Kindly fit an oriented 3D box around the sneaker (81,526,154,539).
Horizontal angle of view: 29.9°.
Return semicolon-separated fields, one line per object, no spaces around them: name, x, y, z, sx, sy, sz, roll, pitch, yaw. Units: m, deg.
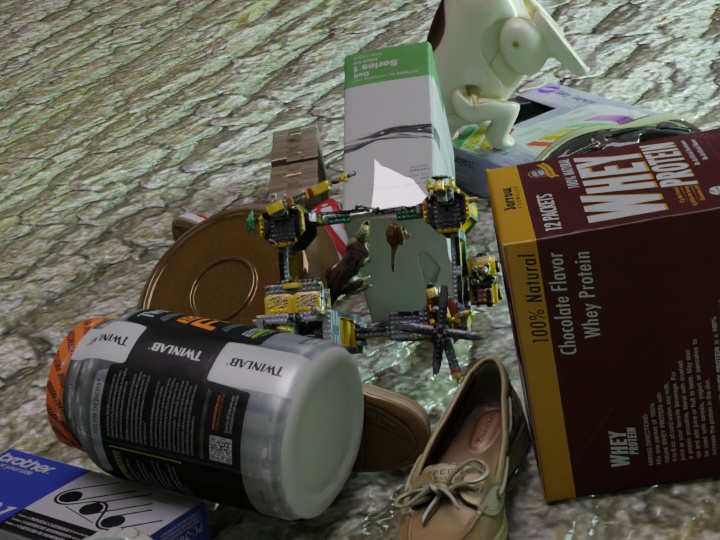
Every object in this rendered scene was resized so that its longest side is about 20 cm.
sneaker;-0.209;0.209;0.795;0.200;0.079;0.090;-24;6;24

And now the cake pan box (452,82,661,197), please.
cake pan box;0.188;-0.134;1.419;0.184;0.052;0.200;-21;26;-22

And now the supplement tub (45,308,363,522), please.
supplement tub;-0.108;0.094;0.929;0.199;0.123;0.123;9;32;25

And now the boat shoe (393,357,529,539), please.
boat shoe;0.065;0.134;0.904;0.073;0.063;0.200;-3;27;18

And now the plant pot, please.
plant pot;-0.111;0.022;1.138;0.200;0.027;0.201;-14;54;20

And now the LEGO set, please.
LEGO set;0.000;0.000;1.004;0.199;0.154;0.116;3;-4;14

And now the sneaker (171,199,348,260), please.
sneaker;-0.084;-0.027;1.292;0.200;0.071;0.112;23;45;39

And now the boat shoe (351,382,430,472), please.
boat shoe;-0.035;0.099;1.007;0.199;0.074;0.069;6;25;24

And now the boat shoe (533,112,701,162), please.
boat shoe;0.254;-0.107;1.307;0.200;0.073;0.065;-23;22;-22

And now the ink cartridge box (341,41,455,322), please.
ink cartridge box;0.037;-0.076;1.179;0.084;0.146;0.200;-7;49;9

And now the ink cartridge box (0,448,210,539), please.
ink cartridge box;-0.209;0.179;0.940;0.200;0.044;0.094;7;22;36

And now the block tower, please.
block tower;-0.065;-0.094;1.443;0.054;0.058;0.200;-10;27;3

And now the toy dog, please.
toy dog;0.097;-0.199;1.342;0.200;0.194;0.140;-42;36;15

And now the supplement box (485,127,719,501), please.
supplement box;0.201;0.025;0.911;0.199;0.198;0.133;-10;25;5
